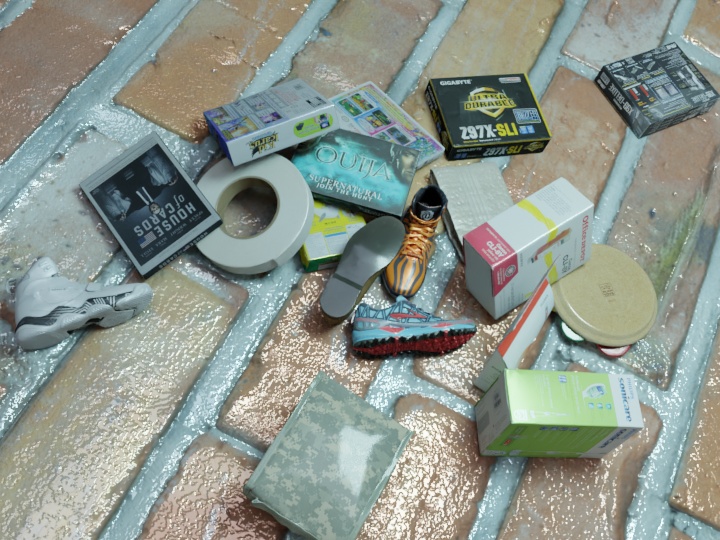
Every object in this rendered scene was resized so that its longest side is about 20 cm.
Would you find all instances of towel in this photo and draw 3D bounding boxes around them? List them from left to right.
[{"bbox_3d":[0.208,-0.099,1.456,0.132,0.035,0.201,-8,64,-18],"label":"towel"}]

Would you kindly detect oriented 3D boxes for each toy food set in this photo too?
[{"bbox_3d":[0.403,0.044,1.408,0.200,0.049,0.198,-25,69,-24],"label":"toy food set"}]

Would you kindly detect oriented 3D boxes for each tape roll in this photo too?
[{"bbox_3d":[-0.173,-0.092,1.323,0.202,0.037,0.204,-4,70,11],"label":"tape roll"}]

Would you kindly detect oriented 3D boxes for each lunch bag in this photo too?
[{"bbox_3d":[-0.047,0.271,1.144,0.164,0.118,0.200,32,55,6],"label":"lunch bag"}]

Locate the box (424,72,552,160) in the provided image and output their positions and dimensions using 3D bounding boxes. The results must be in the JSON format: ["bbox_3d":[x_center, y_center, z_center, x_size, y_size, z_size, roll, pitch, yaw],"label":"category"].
[{"bbox_3d":[0.236,-0.288,1.560,0.199,0.049,0.160,-7,64,-16],"label":"box"}]

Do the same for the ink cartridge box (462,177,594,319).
[{"bbox_3d":[0.268,-0.035,1.337,0.200,0.145,0.083,-31,53,-12],"label":"ink cartridge box"}]

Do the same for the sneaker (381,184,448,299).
[{"bbox_3d":[0.088,-0.058,1.360,0.077,0.112,0.201,15,59,-3],"label":"sneaker"}]

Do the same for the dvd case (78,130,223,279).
[{"bbox_3d":[-0.330,-0.105,1.318,0.150,0.025,0.200,-37,70,-7],"label":"dvd case"}]

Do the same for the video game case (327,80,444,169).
[{"bbox_3d":[0.023,-0.241,1.481,0.200,0.024,0.182,45,50,16],"label":"video game case"}]

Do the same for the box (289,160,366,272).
[{"bbox_3d":[-0.064,-0.101,1.391,0.117,0.048,0.201,-11,65,-17],"label":"box"}]

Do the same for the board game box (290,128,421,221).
[{"bbox_3d":[-0.012,-0.165,1.381,0.199,0.028,0.136,16,64,3],"label":"board game box"}]

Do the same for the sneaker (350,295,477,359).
[{"bbox_3d":[0.083,0.077,1.304,0.199,0.079,0.096,-1,59,-13],"label":"sneaker"}]

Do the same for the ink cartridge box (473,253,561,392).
[{"bbox_3d":[0.251,0.087,1.262,0.050,0.200,0.162,34,60,8],"label":"ink cartridge box"}]

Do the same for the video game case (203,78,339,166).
[{"bbox_3d":[-0.150,-0.247,1.377,0.181,0.046,0.200,-21,29,-11],"label":"video game case"}]

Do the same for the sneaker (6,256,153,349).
[{"bbox_3d":[-0.412,0.030,1.224,0.199,0.075,0.115,-20,70,-18],"label":"sneaker"}]

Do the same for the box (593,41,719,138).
[{"bbox_3d":[0.593,-0.363,1.677,0.199,0.050,0.158,-22,68,-22],"label":"box"}]

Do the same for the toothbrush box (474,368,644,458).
[{"bbox_3d":[0.285,0.213,1.231,0.199,0.146,0.086,4,60,-9],"label":"toothbrush box"}]

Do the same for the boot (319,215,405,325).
[{"bbox_3d":[0.000,0.000,1.320,0.073,0.076,0.200,32,70,11],"label":"boot"}]
